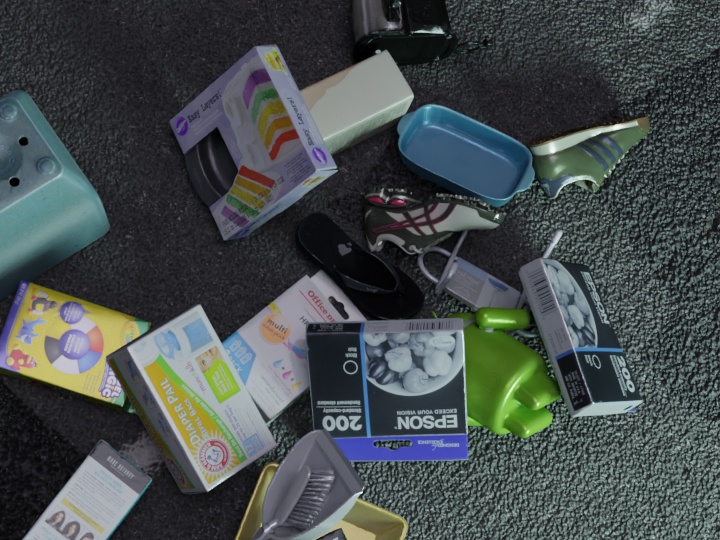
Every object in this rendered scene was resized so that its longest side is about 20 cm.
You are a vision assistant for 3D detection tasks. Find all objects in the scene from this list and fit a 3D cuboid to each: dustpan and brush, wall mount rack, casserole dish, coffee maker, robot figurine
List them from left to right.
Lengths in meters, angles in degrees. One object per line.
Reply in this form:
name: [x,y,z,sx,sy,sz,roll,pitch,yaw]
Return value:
dustpan and brush: [-0.091,0.296,1.624,0.057,0.140,0.201,25,103,-34]
coffee maker: [0.067,-0.398,1.883,0.190,0.134,0.202,3,74,-34]
casserole dish: [0.140,-0.152,1.840,0.198,0.039,0.122,25,54,9]
robot figurine: [0.159,0.131,1.729,0.199,0.177,0.115,32,32,30]
wall mount rack: [0.184,-0.007,1.817,0.199,0.075,0.174,30,47,-3]

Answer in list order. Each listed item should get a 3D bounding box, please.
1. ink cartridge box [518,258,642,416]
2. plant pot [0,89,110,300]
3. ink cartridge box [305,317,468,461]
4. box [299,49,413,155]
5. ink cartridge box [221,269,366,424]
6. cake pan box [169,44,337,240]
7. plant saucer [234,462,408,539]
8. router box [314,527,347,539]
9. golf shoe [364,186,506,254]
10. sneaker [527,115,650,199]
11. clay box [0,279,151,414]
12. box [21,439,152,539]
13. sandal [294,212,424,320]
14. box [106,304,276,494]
ink cartridge box: [0.297,0.087,1.751,0.199,0.043,0.200,7,60,-56]
plant pot: [-0.438,-0.108,1.655,0.195,0.200,0.197,-34,83,-18]
ink cartridge box: [0.035,0.158,1.673,0.196,0.043,0.202,-2,113,6]
box: [-0.036,-0.209,1.817,0.199,0.095,0.078,-28,79,-18]
ink cartridge box: [-0.081,0.090,1.739,0.200,0.068,0.115,-40,85,-18]
cake pan box: [-0.144,-0.162,1.743,0.052,0.199,0.186,-11,74,-52]
plant saucer: [-0.066,0.369,1.677,0.198,0.048,0.202,23,71,-4]
router box: [-0.078,0.419,1.603,0.198,0.062,0.151,-25,82,-16]
golf shoe: [0.098,-0.061,1.788,0.198,0.077,0.089,6,91,27]
sneaker: [0.324,-0.156,1.893,0.198,0.067,0.091,-16,101,-25]
clay box: [-0.349,0.099,1.695,0.198,0.048,0.116,18,73,-5]
box: [-0.346,0.312,1.637,0.082,0.049,0.201,37,72,0]
sandal: [-0.001,0.000,1.780,0.199,0.043,0.077,35,67,-10]
box: [-0.207,0.160,1.652,0.112,0.101,0.201,-31,95,-27]
